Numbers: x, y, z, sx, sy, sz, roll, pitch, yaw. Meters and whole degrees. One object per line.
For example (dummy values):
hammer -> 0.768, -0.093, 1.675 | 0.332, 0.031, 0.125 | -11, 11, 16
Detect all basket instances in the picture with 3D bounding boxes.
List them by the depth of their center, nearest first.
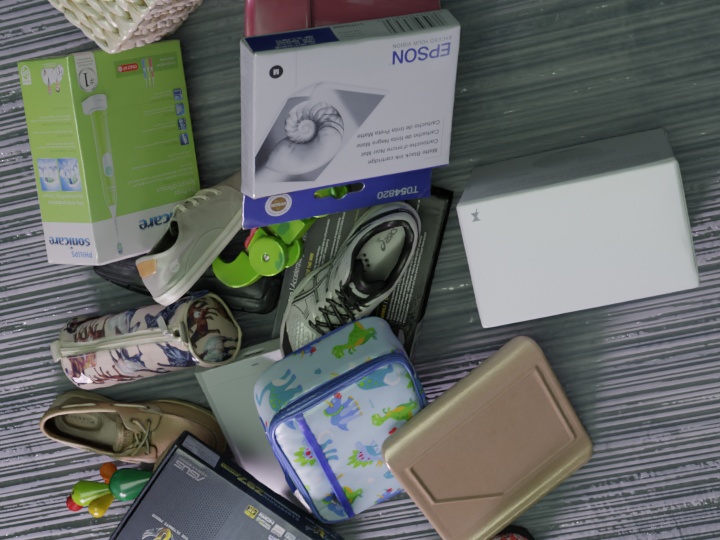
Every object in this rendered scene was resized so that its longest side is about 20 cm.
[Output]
basket -> -0.213, -0.297, 1.412 | 0.135, 0.200, 0.124 | 41, 111, -1

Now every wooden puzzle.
wooden puzzle -> 0.127, 0.174, 1.471 | 0.184, 0.037, 0.200 | -38, 132, -3

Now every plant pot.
plant pot -> -0.019, -0.209, 1.409 | 0.177, 0.200, 0.202 | 1, 102, -7

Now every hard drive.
hard drive -> -0.073, 0.164, 1.539 | 0.131, 0.026, 0.201 | -16, 116, 12

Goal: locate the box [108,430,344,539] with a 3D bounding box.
box -> -0.139, 0.279, 1.468 | 0.199, 0.051, 0.158 | 36, 104, -3

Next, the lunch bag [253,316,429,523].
lunch bag -> -0.011, 0.151, 1.445 | 0.160, 0.083, 0.201 | -26, 136, -4

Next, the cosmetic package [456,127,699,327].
cosmetic package -> 0.204, -0.043, 1.393 | 0.197, 0.200, 0.124 | -11, 100, 11

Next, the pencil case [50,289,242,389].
pencil case -> -0.221, 0.072, 1.511 | 0.199, 0.089, 0.079 | -12, 70, 34

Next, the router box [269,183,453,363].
router box -> 0.000, 0.000, 1.510 | 0.148, 0.051, 0.202 | 15, 103, 7

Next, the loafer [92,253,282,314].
loafer -> -0.177, -0.002, 1.535 | 0.198, 0.068, 0.071 | 9, 84, 9

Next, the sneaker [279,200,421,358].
sneaker -> -0.014, 0.018, 1.427 | 0.075, 0.088, 0.201 | 32, 96, -8

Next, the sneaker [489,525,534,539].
sneaker -> 0.090, 0.337, 1.537 | 0.200, 0.108, 0.068 | -28, 96, 13

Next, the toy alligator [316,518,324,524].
toy alligator -> -0.031, 0.333, 1.588 | 0.054, 0.059, 0.201 | -35, 107, -28

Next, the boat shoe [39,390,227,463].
boat shoe -> -0.241, 0.175, 1.577 | 0.198, 0.065, 0.072 | 5, 102, 8

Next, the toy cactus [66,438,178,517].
toy cactus -> -0.203, 0.233, 1.546 | 0.198, 0.103, 0.165 | 16, 143, -6

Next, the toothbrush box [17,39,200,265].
toothbrush box -> -0.243, -0.118, 1.466 | 0.086, 0.145, 0.202 | 1, 104, 42

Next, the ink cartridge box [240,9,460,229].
ink cartridge box -> -0.011, -0.126, 1.335 | 0.198, 0.041, 0.201 | -12, 129, -18

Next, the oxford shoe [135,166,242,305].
oxford shoe -> -0.152, -0.053, 1.463 | 0.058, 0.200, 0.075 | 46, 148, -16

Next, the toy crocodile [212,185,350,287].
toy crocodile -> -0.065, -0.055, 1.451 | 0.062, 0.067, 0.200 | 44, 108, 4
